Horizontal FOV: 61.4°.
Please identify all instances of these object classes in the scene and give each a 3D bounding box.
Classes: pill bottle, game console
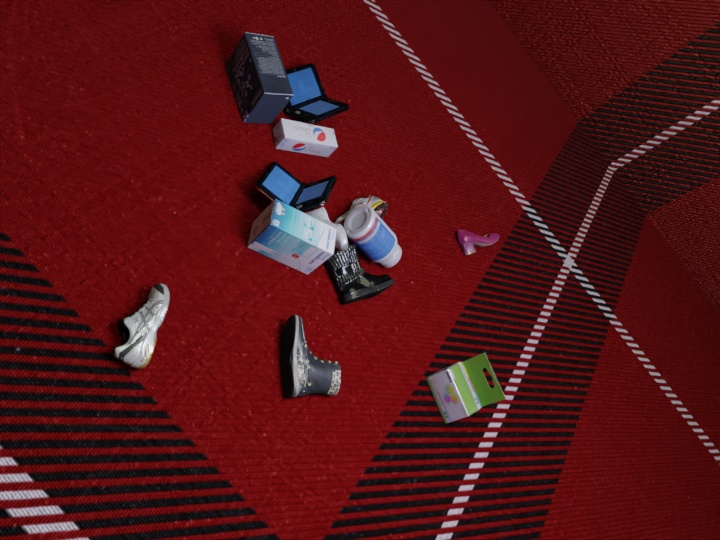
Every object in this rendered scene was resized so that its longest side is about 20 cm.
[{"bbox_3d":[0.043,-0.094,1.816,0.200,0.110,0.115,44,43,-42],"label":"pill bottle"},{"bbox_3d":[-0.174,-0.246,1.696,0.201,0.168,0.121,-74,144,-59],"label":"game console"},{"bbox_3d":[-0.151,-0.561,1.913,0.170,0.121,0.199,25,39,29],"label":"game console"}]

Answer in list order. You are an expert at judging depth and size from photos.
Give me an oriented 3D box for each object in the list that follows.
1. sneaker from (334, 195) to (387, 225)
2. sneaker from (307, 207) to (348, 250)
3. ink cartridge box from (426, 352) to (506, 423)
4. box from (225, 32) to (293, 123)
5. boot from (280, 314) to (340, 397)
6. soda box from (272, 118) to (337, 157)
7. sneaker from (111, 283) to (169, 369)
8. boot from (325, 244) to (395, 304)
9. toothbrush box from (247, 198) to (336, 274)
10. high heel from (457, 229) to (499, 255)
[{"bbox_3d":[-0.008,-0.173,1.878,0.198,0.079,0.082,-29,51,-35],"label":"sneaker"},{"bbox_3d":[-0.104,-0.112,1.729,0.079,0.072,0.200,-22,45,-27],"label":"sneaker"},{"bbox_3d":[0.305,0.344,1.770,0.075,0.199,0.151,-15,77,-41],"label":"ink cartridge box"},{"bbox_3d":[-0.299,-0.560,1.779,0.105,0.148,0.205,-10,73,-40],"label":"box"},{"bbox_3d":[-0.127,0.226,1.571,0.151,0.073,0.210,12,67,-37],"label":"boot"},{"bbox_3d":[-0.168,-0.406,1.864,0.196,0.063,0.070,2,67,-39],"label":"soda box"},{"bbox_3d":[-0.485,0.110,1.337,0.086,0.075,0.205,25,54,-26],"label":"sneaker"},{"bbox_3d":[0.001,-0.001,1.783,0.208,0.079,0.161,-12,76,-41],"label":"boot"},{"bbox_3d":[-0.184,-0.086,1.633,0.197,0.145,0.087,24,54,-28],"label":"toothbrush box"},{"bbox_3d":[0.428,-0.128,2.204,0.197,0.067,0.098,-23,93,-30],"label":"high heel"}]
